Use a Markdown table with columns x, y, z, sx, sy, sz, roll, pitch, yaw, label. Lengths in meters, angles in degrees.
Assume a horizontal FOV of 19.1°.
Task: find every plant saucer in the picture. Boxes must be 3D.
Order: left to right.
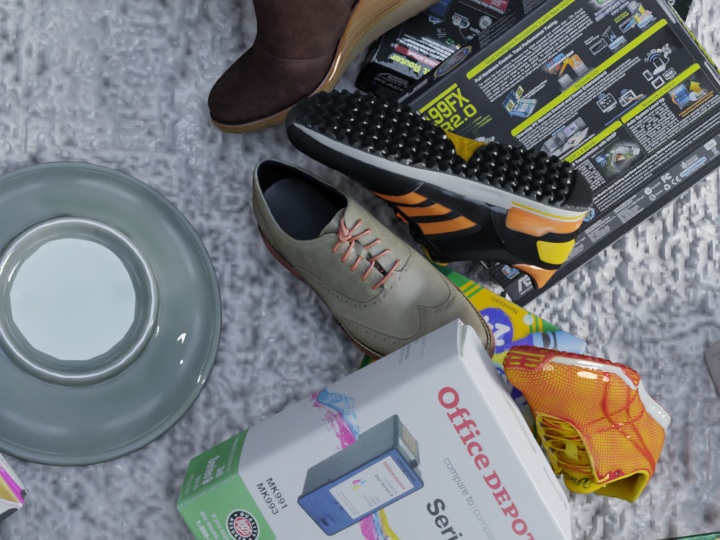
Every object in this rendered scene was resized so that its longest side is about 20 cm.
| x | y | z | sx | sy | sz | roll | pitch | yaw | label |
| --- | --- | --- | --- | --- | --- | --- | --- | --- | --- |
| -0.184 | 0.023 | 1.364 | 0.199 | 0.050 | 0.201 | 3 | 77 | -12 | plant saucer |

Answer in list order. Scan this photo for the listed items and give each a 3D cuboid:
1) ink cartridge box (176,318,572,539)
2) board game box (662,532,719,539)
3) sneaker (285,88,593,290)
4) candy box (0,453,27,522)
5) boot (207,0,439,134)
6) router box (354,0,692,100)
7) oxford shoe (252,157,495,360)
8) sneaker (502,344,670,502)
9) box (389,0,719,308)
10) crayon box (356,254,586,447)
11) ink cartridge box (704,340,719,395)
| x | y | z | sx | sy | sz | roll | pitch | yaw | label |
| --- | --- | --- | --- | --- | --- | --- | --- | --- | --- |
| 0.011 | 0.143 | 1.304 | 0.199 | 0.088 | 0.146 | -28 | 101 | 8 | ink cartridge box |
| 0.219 | 0.222 | 1.377 | 0.199 | 0.023 | 0.105 | -8 | 84 | 4 | board game box |
| 0.041 | -0.044 | 1.356 | 0.199 | 0.090 | 0.070 | 17 | 34 | 0 | sneaker |
| -0.317 | 0.140 | 1.268 | 0.200 | 0.061 | 0.137 | -36 | 96 | -4 | candy box |
| -0.054 | -0.192 | 1.365 | 0.200 | 0.072 | 0.166 | -35 | 129 | 14 | boot |
| 0.114 | -0.160 | 1.465 | 0.199 | 0.062 | 0.150 | 23 | 74 | -7 | router box |
| 0.000 | 0.000 | 1.359 | 0.200 | 0.075 | 0.071 | 35 | 77 | 25 | oxford shoe |
| 0.145 | 0.099 | 1.355 | 0.073 | 0.200 | 0.077 | 10 | 73 | 34 | sneaker |
| 0.135 | -0.096 | 1.395 | 0.200 | 0.044 | 0.160 | -37 | 105 | 13 | box |
| 0.049 | 0.108 | 1.395 | 0.125 | 0.052 | 0.201 | 28 | 73 | -5 | crayon box |
| 0.326 | 0.123 | 1.445 | 0.117 | 0.067 | 0.201 | -19 | 82 | -15 | ink cartridge box |
